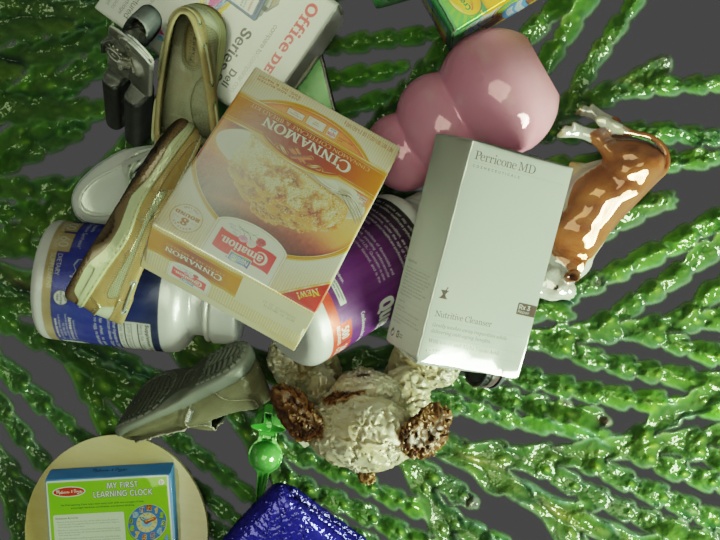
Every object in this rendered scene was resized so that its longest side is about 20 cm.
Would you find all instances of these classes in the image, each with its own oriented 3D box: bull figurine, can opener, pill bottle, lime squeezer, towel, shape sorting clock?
[{"bbox_3d":[0.214,-0.067,1.138,0.121,0.065,0.200,42,95,2],"label":"bull figurine"},{"bbox_3d":[-0.212,-0.187,1.100,0.053,0.200,0.067,39,72,1],"label":"can opener"},{"bbox_3d":[-0.215,0.018,1.142,0.198,0.120,0.121,6,94,3],"label":"pill bottle"},{"bbox_3d":[-0.094,0.189,1.171,0.037,0.071,0.201,-2,130,-15],"label":"lime squeezer"},{"bbox_3d":[-0.093,0.327,1.168,0.147,0.050,0.200,38,96,-22],"label":"towel"},{"bbox_3d":[-0.255,0.273,1.200,0.198,0.039,0.203,0,91,7],"label":"shape sorting clock"},{"bbox_3d":[0.000,0.000,1.102,0.199,0.112,0.113,-30,92,-27],"label":"pill bottle"}]

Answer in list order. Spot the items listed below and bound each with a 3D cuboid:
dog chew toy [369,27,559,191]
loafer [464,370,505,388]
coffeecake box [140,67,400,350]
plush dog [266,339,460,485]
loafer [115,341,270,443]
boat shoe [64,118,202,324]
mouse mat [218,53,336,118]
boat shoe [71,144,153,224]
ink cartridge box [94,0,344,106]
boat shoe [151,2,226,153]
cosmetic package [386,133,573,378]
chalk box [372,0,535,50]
[{"bbox_3d":[0.092,-0.147,1.118,0.199,0.125,0.125,-31,91,13],"label":"dog chew toy"},{"bbox_3d":[0.117,0.021,1.132,0.063,0.072,0.202,-5,107,-38],"label":"loafer"},{"bbox_3d":[-0.076,-0.057,1.000,0.152,0.073,0.201,28,55,-3],"label":"coffeecake box"},{"bbox_3d":[-0.001,0.145,1.110,0.198,0.172,0.162,3,94,2],"label":"plush dog"},{"bbox_3d":[-0.168,0.138,1.145,0.199,0.075,0.070,-24,116,36],"label":"loafer"},{"bbox_3d":[-0.191,-0.042,1.053,0.076,0.072,0.201,32,104,-11],"label":"boat shoe"},{"bbox_3d":[-0.111,-0.188,1.179,0.159,0.008,0.202,-14,94,4],"label":"mouse mat"},{"bbox_3d":[-0.209,-0.098,1.157,0.198,0.067,0.074,-21,92,9],"label":"boat shoe"},{"bbox_3d":[-0.135,-0.256,1.130,0.199,0.088,0.146,37,96,-2],"label":"ink cartridge box"},{"bbox_3d":[-0.163,-0.146,1.073,0.072,0.063,0.203,11,107,7],"label":"boat shoe"},{"bbox_3d":[0.107,-0.014,1.041,0.112,0.081,0.202,10,99,-22],"label":"cosmetic package"},{"bbox_3d":[0.105,-0.298,1.102,0.199,0.125,0.125,-31,91,6],"label":"chalk box"}]
